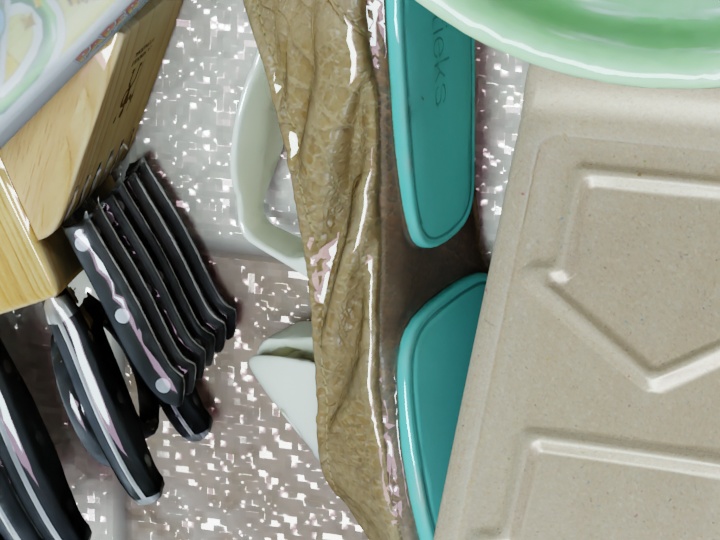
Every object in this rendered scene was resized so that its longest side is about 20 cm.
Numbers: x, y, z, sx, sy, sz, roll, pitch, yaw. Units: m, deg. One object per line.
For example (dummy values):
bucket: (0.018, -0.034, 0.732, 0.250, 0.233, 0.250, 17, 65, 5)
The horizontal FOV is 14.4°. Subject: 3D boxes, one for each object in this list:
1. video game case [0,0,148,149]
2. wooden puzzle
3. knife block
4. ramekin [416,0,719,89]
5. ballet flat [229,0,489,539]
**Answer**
video game case: (-0.138, -0.123, 0.720, 0.182, 0.023, 0.200, -45, 85, -1)
wooden puzzle: (0.116, 0.047, 0.721, 0.185, 0.046, 0.201, 7, 81, 23)
knife block: (-0.125, -0.018, 0.788, 0.199, 0.064, 0.176, 25, 113, 4)
ramekin: (0.078, -0.151, 0.668, 0.199, 0.098, 0.201, 5, 111, 12)
ballet flat: (0.000, 0.000, 0.769, 0.072, 0.068, 0.201, 4, 112, 35)
